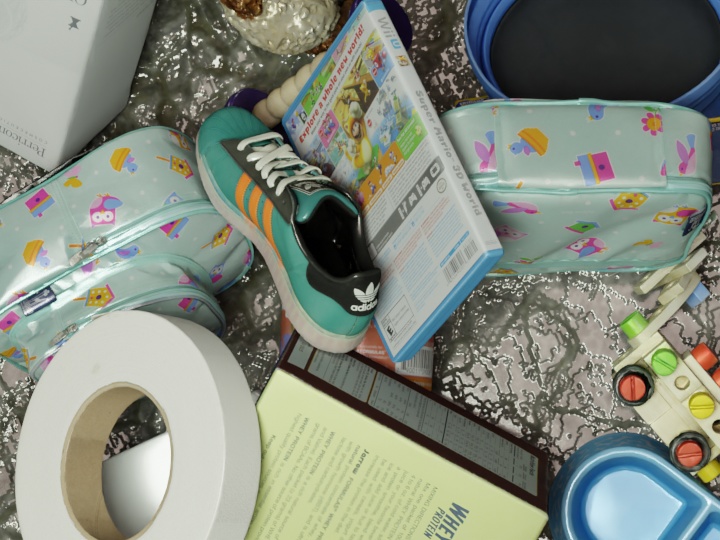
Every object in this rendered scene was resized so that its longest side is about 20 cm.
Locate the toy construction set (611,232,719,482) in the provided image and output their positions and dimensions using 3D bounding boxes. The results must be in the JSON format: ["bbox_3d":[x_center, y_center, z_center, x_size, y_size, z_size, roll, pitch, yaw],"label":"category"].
[{"bbox_3d":[0.255,0.072,1.573,0.131,0.092,0.200,-40,80,10],"label":"toy construction set"}]

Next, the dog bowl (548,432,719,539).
[{"bbox_3d":[0.226,0.199,1.587,0.200,0.050,0.112,37,90,7],"label":"dog bowl"}]

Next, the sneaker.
[{"bbox_3d":[-0.042,-0.045,1.495,0.071,0.080,0.200,-16,61,-34],"label":"sneaker"}]

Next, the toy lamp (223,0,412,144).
[{"bbox_3d":[-0.042,-0.130,1.589,0.200,0.058,0.058,-32,80,45],"label":"toy lamp"}]

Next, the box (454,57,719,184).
[{"bbox_3d":[0.172,-0.093,1.596,0.199,0.070,0.065,-9,47,5],"label":"box"}]

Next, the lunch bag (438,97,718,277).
[{"bbox_3d":[0.143,-0.050,1.515,0.199,0.161,0.077,1,65,-4],"label":"lunch bag"}]

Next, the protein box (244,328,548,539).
[{"bbox_3d":[-0.005,0.178,1.484,0.199,0.135,0.199,28,103,-1],"label":"protein box"}]

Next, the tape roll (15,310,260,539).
[{"bbox_3d":[-0.147,0.126,1.441,0.202,0.037,0.204,-10,74,40],"label":"tape roll"}]

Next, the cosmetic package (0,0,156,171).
[{"bbox_3d":[-0.255,-0.213,1.590,0.199,0.123,0.201,28,130,8],"label":"cosmetic package"}]

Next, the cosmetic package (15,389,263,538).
[{"bbox_3d":[-0.135,0.175,1.612,0.199,0.081,0.113,-27,86,2],"label":"cosmetic package"}]

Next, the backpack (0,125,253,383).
[{"bbox_3d":[-0.174,-0.001,1.575,0.200,0.176,0.153,-38,65,0],"label":"backpack"}]

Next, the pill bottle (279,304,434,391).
[{"bbox_3d":[0.000,0.000,1.596,0.112,0.112,0.201,2,85,6],"label":"pill bottle"}]

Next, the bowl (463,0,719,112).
[{"bbox_3d":[0.174,-0.169,1.583,0.199,0.039,0.201,-6,52,7],"label":"bowl"}]

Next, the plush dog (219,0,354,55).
[{"bbox_3d":[-0.062,-0.241,1.609,0.160,0.200,0.173,-15,70,37],"label":"plush dog"}]

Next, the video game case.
[{"bbox_3d":[0.018,-0.059,1.480,0.018,0.143,0.201,-11,65,-33],"label":"video game case"}]
